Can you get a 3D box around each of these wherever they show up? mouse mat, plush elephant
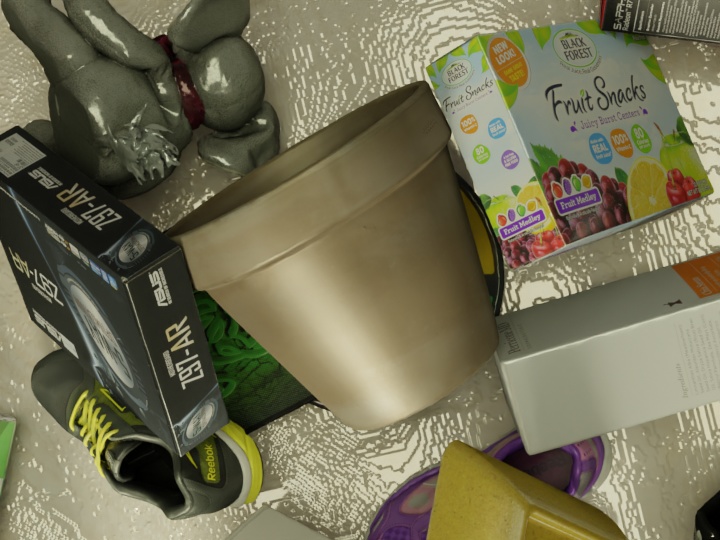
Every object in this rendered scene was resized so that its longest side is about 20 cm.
[{"bbox_3d":[-0.083,0.029,1.062,0.200,0.008,0.161,-28,84,14],"label":"mouse mat"},{"bbox_3d":[-0.140,-0.131,1.039,0.200,0.155,0.165,31,135,42],"label":"plush elephant"}]

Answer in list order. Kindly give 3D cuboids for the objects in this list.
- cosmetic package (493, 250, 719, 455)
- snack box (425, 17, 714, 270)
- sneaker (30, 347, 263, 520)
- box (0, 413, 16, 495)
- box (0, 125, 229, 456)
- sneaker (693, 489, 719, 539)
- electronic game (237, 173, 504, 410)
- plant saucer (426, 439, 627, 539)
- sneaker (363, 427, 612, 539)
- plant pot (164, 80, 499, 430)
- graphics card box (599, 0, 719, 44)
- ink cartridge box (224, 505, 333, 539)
[{"bbox_3d":[0.193,0.050,0.999,0.200,0.101,0.071,-17,105,2],"label":"cosmetic package"},{"bbox_3d":[0.144,-0.091,0.979,0.053,0.200,0.142,-28,83,41],"label":"snack box"},{"bbox_3d":[-0.163,0.109,1.037,0.200,0.085,0.075,24,109,25],"label":"sneaker"},{"bbox_3d":[-0.341,0.192,1.067,0.144,0.036,0.201,13,90,-27],"label":"box"},{"bbox_3d":[-0.176,0.011,0.990,0.043,0.160,0.200,-34,47,-25],"label":"box"},{"bbox_3d":[0.314,0.140,0.994,0.200,0.080,0.071,-36,51,5],"label":"sneaker"},{"bbox_3d":[0.004,0.005,1.065,0.199,0.042,0.201,0,88,6],"label":"electronic game"},{"bbox_3d":[0.107,0.226,0.911,0.048,0.200,0.200,-2,68,39],"label":"plant saucer"},{"bbox_3d":[0.084,0.163,1.027,0.200,0.088,0.081,-33,86,6],"label":"sneaker"},{"bbox_3d":[0.000,0.000,0.957,0.200,0.200,0.174,-31,100,5],"label":"plant pot"},{"bbox_3d":[0.267,-0.208,1.006,0.199,0.051,0.126,7,49,7],"label":"graphics card box"},{"bbox_3d":[-0.014,0.270,0.990,0.200,0.085,0.146,25,123,21],"label":"ink cartridge box"}]
